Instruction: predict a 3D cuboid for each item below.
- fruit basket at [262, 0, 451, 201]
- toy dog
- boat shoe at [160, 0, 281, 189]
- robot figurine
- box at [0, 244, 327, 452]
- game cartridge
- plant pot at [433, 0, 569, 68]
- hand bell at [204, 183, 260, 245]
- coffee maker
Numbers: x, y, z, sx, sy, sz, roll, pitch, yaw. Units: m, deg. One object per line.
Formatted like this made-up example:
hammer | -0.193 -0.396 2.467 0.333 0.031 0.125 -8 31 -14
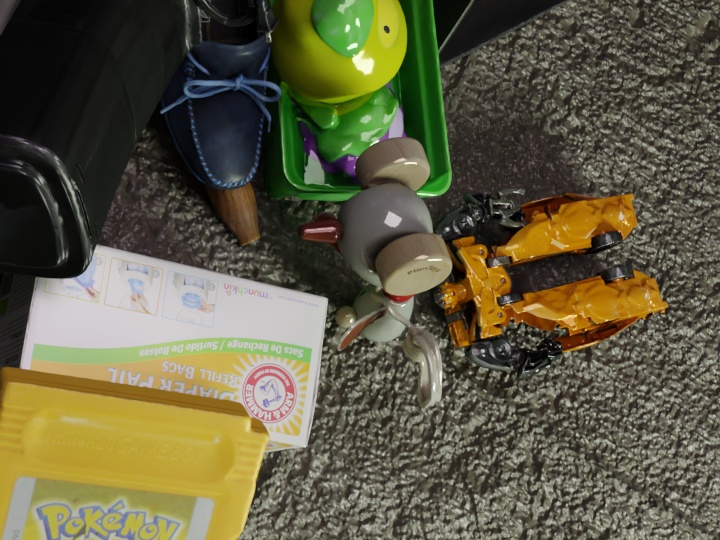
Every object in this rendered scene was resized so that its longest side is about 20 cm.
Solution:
fruit basket | -0.006 -0.155 1.213 0.154 0.215 0.218 1 74 -25
toy dog | 0.000 0.000 1.174 0.095 0.201 0.132 -8 44 -10
boat shoe | -0.099 -0.151 1.152 0.084 0.068 0.202 -18 108 -27
robot figurine | 0.137 0.007 1.315 0.199 0.058 0.146 -11 79 -29
box | -0.135 0.053 1.132 0.198 0.112 0.102 14 76 -23
game cartridge | -0.162 0.167 1.072 0.175 0.032 0.202 10 109 -23
plant pot | 0.104 -0.307 1.326 0.199 0.200 0.178 -29 78 -29
hand bell | -0.114 -0.114 1.226 0.104 0.104 0.201 -27 99 -30
coffee maker | -0.177 -0.109 1.035 0.135 0.191 0.201 54 37 -37
